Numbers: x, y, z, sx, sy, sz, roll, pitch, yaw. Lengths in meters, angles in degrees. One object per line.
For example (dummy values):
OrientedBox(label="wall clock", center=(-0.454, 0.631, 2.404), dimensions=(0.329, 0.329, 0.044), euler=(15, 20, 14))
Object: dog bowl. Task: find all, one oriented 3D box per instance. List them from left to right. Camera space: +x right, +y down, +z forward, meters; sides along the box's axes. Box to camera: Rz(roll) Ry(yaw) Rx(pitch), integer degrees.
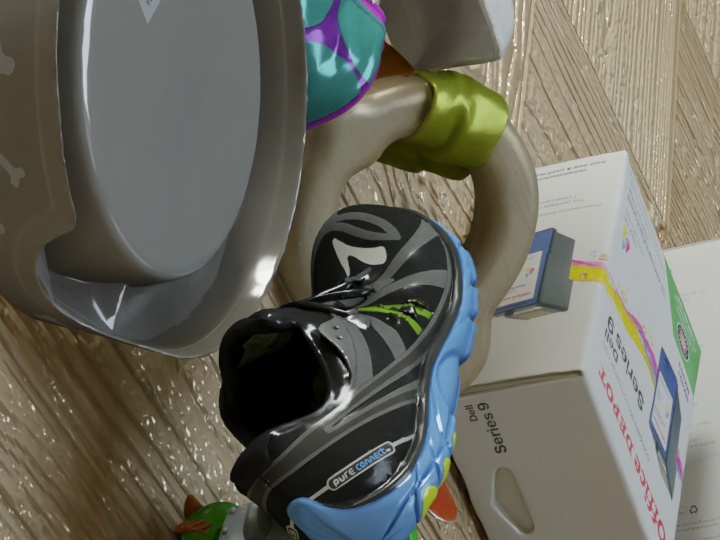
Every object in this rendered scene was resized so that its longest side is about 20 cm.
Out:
OrientedBox(label="dog bowl", center=(-0.084, -0.068, 0.959), dimensions=(0.200, 0.059, 0.200), euler=(0, 90, -68))

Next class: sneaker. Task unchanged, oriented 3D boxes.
OrientedBox(label="sneaker", center=(-0.008, 0.028, 0.974), dimensions=(0.083, 0.071, 0.200), euler=(31, 29, -13))

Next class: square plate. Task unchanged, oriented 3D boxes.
OrientedBox(label="square plate", center=(0.017, -0.187, 1.224), dimensions=(0.200, 0.028, 0.198), euler=(-174, -116, -79))

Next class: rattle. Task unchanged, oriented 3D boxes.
OrientedBox(label="rattle", center=(0.000, 0.000, 1.227), dimensions=(0.130, 0.143, 0.200), euler=(-22, 118, -37))

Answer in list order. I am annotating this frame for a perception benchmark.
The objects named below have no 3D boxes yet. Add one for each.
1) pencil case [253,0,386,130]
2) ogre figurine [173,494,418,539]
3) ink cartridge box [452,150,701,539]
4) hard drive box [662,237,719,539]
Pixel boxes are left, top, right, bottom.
OrientedBox(label="pencil case", center=(-0.062, -0.154, 1.063), dimensions=(0.200, 0.092, 0.085), euler=(65, -11, -26))
OrientedBox(label="ogre figurine", center=(-0.020, 0.140, 1.005), dimensions=(0.200, 0.098, 0.120), euler=(0, 90, -57))
OrientedBox(label="ink cartridge box", center=(0.111, 0.055, 1.402), dimensions=(0.200, 0.087, 0.145), euler=(-69, 142, -52))
OrientedBox(label="hard drive box", center=(0.216, 0.084, 1.559), dimensions=(0.077, 0.156, 0.200), euler=(47, 37, -54))
